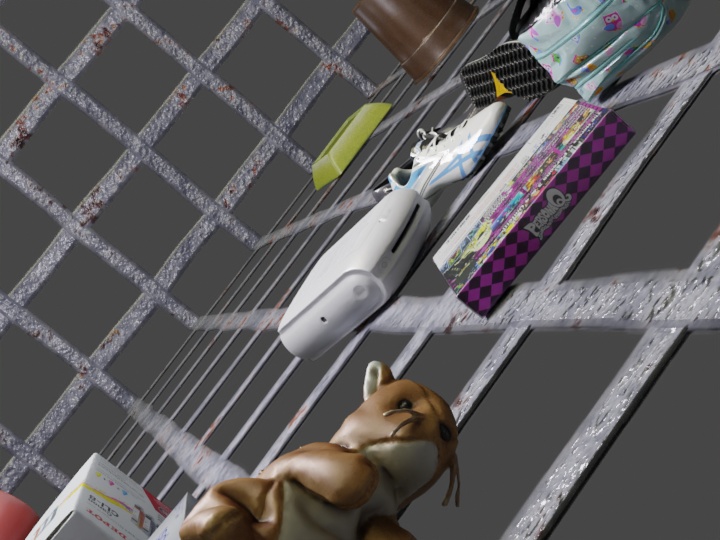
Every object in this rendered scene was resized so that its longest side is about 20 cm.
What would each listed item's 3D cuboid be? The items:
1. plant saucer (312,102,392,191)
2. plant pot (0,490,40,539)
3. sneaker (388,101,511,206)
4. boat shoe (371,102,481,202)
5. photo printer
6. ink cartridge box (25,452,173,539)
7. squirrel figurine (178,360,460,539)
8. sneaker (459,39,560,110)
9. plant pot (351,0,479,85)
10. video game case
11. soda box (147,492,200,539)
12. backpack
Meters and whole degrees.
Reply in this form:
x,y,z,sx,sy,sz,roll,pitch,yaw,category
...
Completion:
x,y,z,sx,sy,sz,roll,pitch,yaw,category
-0.030,-0.277,2.871,0.201,0.048,0.200,-54,9,-15,plant saucer
-0.857,0.622,3.050,0.200,0.199,0.179,-40,24,50,plant pot
0.104,-0.140,1.585,0.200,0.072,0.072,-41,11,42,sneaker
0.093,-0.152,1.710,0.200,0.063,0.073,-50,9,6,boat shoe
0.000,0.000,1.550,0.200,0.069,0.167,-42,13,44,photo printer
-0.297,0.328,1.491,0.145,0.145,0.200,-50,10,6,ink cartridge box
-0.024,0.151,0.882,0.187,0.142,0.200,-48,9,-25,squirrel figurine
0.195,-0.241,1.543,0.090,0.071,0.200,-30,10,-22,sneaker
0.100,-0.513,2.674,0.201,0.198,0.200,-50,9,11,plant pot
0.146,-0.061,1.173,0.201,0.036,0.181,-51,9,5,video game case
-0.167,0.285,1.274,0.068,0.063,0.200,-49,9,2,soda box
0.231,-0.256,1.237,0.167,0.127,0.200,-44,0,-44,backpack
